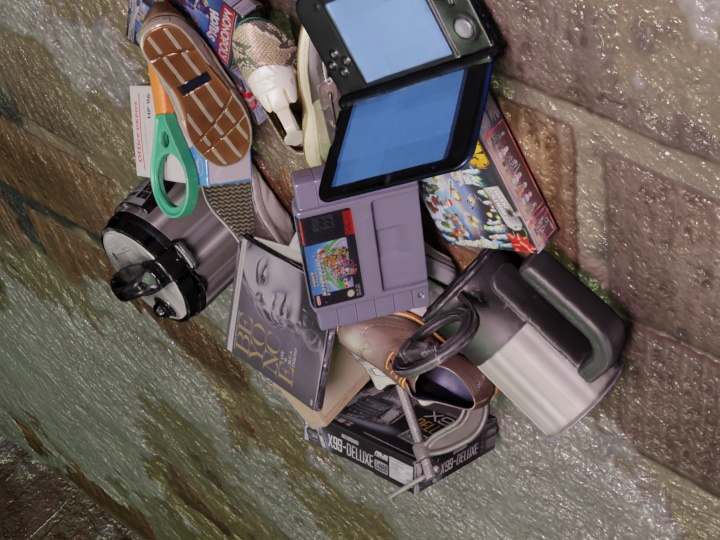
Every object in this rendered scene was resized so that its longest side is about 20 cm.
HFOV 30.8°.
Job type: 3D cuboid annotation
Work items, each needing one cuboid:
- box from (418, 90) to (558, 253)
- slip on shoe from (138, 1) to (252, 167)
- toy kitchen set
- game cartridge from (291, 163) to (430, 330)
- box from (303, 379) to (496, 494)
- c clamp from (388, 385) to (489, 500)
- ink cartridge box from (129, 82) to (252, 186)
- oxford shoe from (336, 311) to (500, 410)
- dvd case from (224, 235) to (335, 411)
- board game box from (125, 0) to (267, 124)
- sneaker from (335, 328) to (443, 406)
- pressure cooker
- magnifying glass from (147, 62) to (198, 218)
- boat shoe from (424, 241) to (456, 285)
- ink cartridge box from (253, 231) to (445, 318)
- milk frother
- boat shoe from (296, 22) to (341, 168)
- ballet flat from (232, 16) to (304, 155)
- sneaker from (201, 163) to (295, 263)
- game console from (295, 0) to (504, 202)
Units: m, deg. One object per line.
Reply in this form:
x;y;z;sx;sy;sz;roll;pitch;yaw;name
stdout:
0.099;-0.109;1.294;0.137;0.040;0.200;7;135;50;box
-0.177;-0.200;1.405;0.200;0.076;0.061;56;-168;-40;slip on shoe
-0.085;0.091;1.691;0.163;0.180;0.200;51;149;-11;toy kitchen set
0.002;-0.028;1.347;0.038;0.129;0.200;-116;13;-48;game cartridge
0.050;0.204;1.687;0.200;0.158;0.050;20;120;41;box
0.073;0.151;1.557;0.171;0.027;0.201;-28;64;32;c clamp
-0.218;-0.169;1.582;0.200;0.068;0.116;11;107;49;ink cartridge box
0.055;0.097;1.434;0.200;0.073;0.071;20;115;21;oxford shoe
-0.097;0.059;1.554;0.200;0.016;0.149;30;116;47;dvd case
-0.158;-0.263;1.416;0.200;0.062;0.200;40;154;6;board game box
0.018;0.098;1.543;0.200;0.076;0.088;24;119;35;sneaker
-0.240;-0.031;1.717;0.178;0.200;0.176;32;152;25;pressure cooker
-0.226;-0.161;1.523;0.079;0.022;0.201;0;98;50;magnifying glass
0.030;-0.053;1.440;0.200;0.067;0.074;29;176;-19;boat shoe
0.000;0.000;1.502;0.200;0.045;0.176;31;174;-34;ink cartridge box
0.148;0.094;1.330;0.188;0.200;0.181;44;161;1;milk frother
-0.025;-0.186;1.340;0.065;0.073;0.200;9;136;13;boat shoe
-0.080;-0.181;1.365;0.200;0.068;0.075;63;-164;-63;ballet flat
-0.139;-0.080;1.651;0.073;0.085;0.200;-25;91;19;sneaker
0.017;-0.175;1.178;0.200;0.118;0.171;-11;116;45;game console
